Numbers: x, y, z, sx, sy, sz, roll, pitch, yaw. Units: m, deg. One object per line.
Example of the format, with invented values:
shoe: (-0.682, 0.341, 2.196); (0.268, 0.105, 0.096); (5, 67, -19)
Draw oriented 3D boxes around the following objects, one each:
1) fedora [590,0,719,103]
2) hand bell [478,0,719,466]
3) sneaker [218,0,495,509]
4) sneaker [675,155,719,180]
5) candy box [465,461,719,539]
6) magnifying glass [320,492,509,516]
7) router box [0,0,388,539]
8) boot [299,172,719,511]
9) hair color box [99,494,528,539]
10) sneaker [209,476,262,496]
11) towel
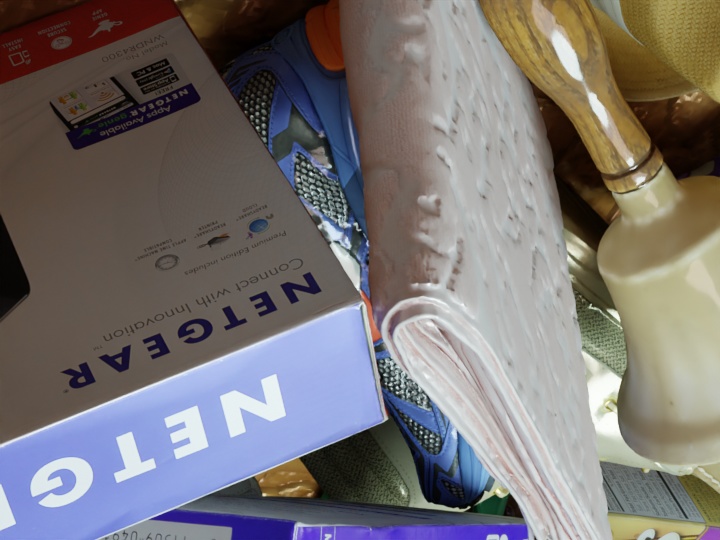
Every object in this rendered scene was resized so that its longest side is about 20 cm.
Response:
fedora: (0.148, -0.121, 0.746); (0.200, 0.082, 0.201); (-17, 139, -15)
hand bell: (0.087, -0.041, 0.738); (0.104, 0.104, 0.200); (-33, 114, 3)
sneaker: (0.000, 0.000, 0.771); (0.078, 0.075, 0.200); (-16, 114, 13)
sneaker: (0.188, -0.054, 0.867); (0.200, 0.081, 0.084); (-24, 128, -22)
candy box: (0.126, 0.142, 1.032); (0.200, 0.056, 0.117); (11, 126, -38)
magnifying glass: (0.054, 0.068, 0.926); (0.080, 0.022, 0.200); (28, 110, -30)
router box: (-0.117, 0.009, 0.636); (0.200, 0.180, 0.049); (-22, 133, -12)
boot: (0.075, 0.070, 0.876); (0.155, 0.073, 0.200); (-40, 117, 12)
hair color box: (-0.023, 0.110, 0.737); (0.109, 0.065, 0.200); (2, 177, 27)
sneaker: (-0.091, 0.090, 0.825); (0.200, 0.081, 0.088); (48, 65, -45)
towel: (0.034, -0.023, 0.695); (0.032, 0.200, 0.191); (-15, 144, 12)
